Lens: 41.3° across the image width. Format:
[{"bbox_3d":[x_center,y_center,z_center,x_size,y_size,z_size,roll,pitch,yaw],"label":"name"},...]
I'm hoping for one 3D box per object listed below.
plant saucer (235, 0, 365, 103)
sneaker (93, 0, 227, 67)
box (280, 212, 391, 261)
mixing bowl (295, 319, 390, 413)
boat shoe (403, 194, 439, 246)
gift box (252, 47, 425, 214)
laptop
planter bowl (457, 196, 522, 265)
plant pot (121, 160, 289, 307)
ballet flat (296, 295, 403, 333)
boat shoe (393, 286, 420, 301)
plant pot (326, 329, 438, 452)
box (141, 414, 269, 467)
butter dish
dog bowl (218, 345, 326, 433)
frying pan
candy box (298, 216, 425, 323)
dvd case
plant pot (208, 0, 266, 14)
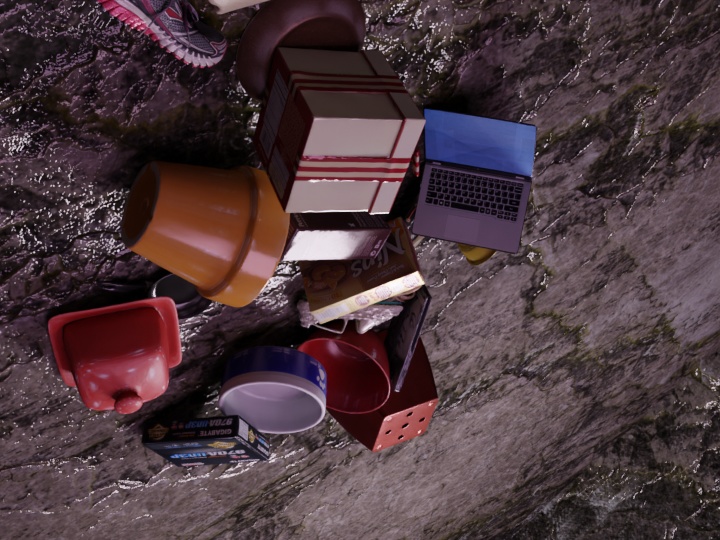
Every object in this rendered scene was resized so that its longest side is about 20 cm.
[{"bbox_3d":[-0.073,-0.298,1.310,0.199,0.037,0.201,-23,145,-17],"label":"plant saucer"},{"bbox_3d":[-0.226,-0.306,1.123,0.075,0.081,0.200,-46,145,15],"label":"sneaker"},{"bbox_3d":[-0.059,-0.075,1.551,0.199,0.100,0.075,-4,137,-40],"label":"box"},{"bbox_3d":[-0.025,0.170,1.848,0.109,0.199,0.201,-65,175,-46],"label":"mixing bowl"},{"bbox_3d":[0.083,-0.066,1.728,0.074,0.063,0.201,-44,176,-46],"label":"boat shoe"},{"bbox_3d":[-0.031,-0.184,1.305,0.186,0.185,0.201,-4,141,-26],"label":"gift box"},{"bbox_3d":[0.183,-0.145,1.573,0.116,0.186,0.201,10,91,-76],"label":"laptop"},{"bbox_3d":[0.206,-0.117,1.697,0.083,0.201,0.201,24,122,-17],"label":"planter bowl"},{"bbox_3d":[-0.228,-0.068,1.347,0.182,0.201,0.201,18,123,-32],"label":"plant pot"},{"bbox_3d":[-0.021,0.084,1.764,0.199,0.072,0.072,4,137,-12],"label":"ballet flat"},{"bbox_3d":[0.071,0.029,1.770,0.071,0.065,0.200,-34,176,-8],"label":"boat shoe"},{"bbox_3d":[0.053,0.259,2.009,0.199,0.177,0.200,-16,144,-27],"label":"plant pot"},{"bbox_3d":[-0.293,0.328,1.826,0.199,0.046,0.159,-6,151,15],"label":"box"},{"bbox_3d":[-0.375,0.157,1.504,0.198,0.148,0.201,-10,143,-14],"label":"butter dish"},{"bbox_3d":[-0.162,0.225,1.785,0.199,0.079,0.201,2,143,1],"label":"dog bowl"},{"bbox_3d":[-0.326,0.041,1.526,0.189,0.031,0.115,-5,136,-20],"label":"frying pan"},{"bbox_3d":[0.000,0.000,1.640,0.199,0.116,0.055,-21,149,8],"label":"candy box"},{"bbox_3d":[0.084,0.109,1.831,0.016,0.149,0.201,13,111,-15],"label":"dvd case"},{"bbox_3d":[-0.103,-0.380,1.055,0.183,0.201,0.201,-23,147,2],"label":"plant pot"}]
